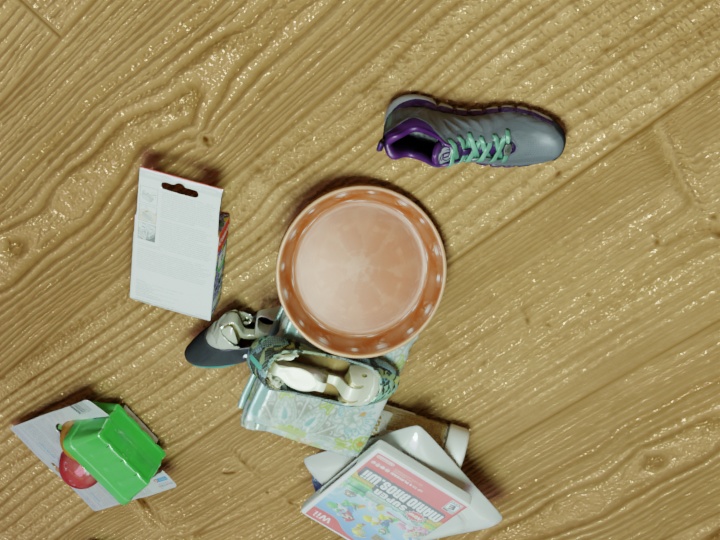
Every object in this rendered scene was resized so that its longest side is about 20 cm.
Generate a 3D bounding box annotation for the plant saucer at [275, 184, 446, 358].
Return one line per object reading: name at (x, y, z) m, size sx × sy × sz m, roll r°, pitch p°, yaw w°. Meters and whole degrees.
plant saucer at (0.000, 0.000, 1.521) m, size 0.197 × 0.032 × 0.203 m, roll -2°, pitch 103°, yaw -7°

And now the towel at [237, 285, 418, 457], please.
towel at (-0.040, 0.121, 1.602) m, size 0.169 × 0.048 × 0.202 m, roll 19°, pitch 105°, yaw -24°

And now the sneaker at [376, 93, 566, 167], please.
sneaker at (0.117, -0.130, 1.402) m, size 0.197 × 0.088 × 0.075 m, roll 8°, pitch 128°, yaw 11°

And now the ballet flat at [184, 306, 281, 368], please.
ballet flat at (-0.131, 0.075, 1.640) m, size 0.197 × 0.073 × 0.074 m, roll -6°, pitch 125°, yaw 12°

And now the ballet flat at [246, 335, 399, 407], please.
ballet flat at (-0.038, 0.129, 1.542) m, size 0.198 × 0.075 × 0.075 m, roll 12°, pitch 132°, yaw -22°

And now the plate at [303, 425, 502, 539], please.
plate at (0.052, 0.292, 1.699) m, size 0.198 × 0.033 × 0.200 m, roll -21°, pitch 123°, yaw 35°

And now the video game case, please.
video game case at (0.030, 0.297, 1.675) m, size 0.142 × 0.018 × 0.200 m, roll 32°, pitch 136°, yaw -13°

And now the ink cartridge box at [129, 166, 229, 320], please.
ink cartridge box at (-0.216, -0.041, 1.590) m, size 0.108 × 0.051 × 0.202 m, roll 15°, pitch 128°, yaw 5°

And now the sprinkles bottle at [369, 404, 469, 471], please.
sprinkles bottle at (0.038, 0.208, 1.694) m, size 0.197 × 0.069 × 0.069 m, roll 17°, pitch 129°, yaw 3°

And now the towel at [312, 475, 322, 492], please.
towel at (0.038, 0.301, 1.776) m, size 0.197 × 0.049 × 0.113 m, roll -1°, pitch 128°, yaw 18°

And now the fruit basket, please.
fruit basket at (-0.374, 0.257, 1.853) m, size 0.199 × 0.094 × 0.186 m, roll -18°, pitch 120°, yaw 45°
